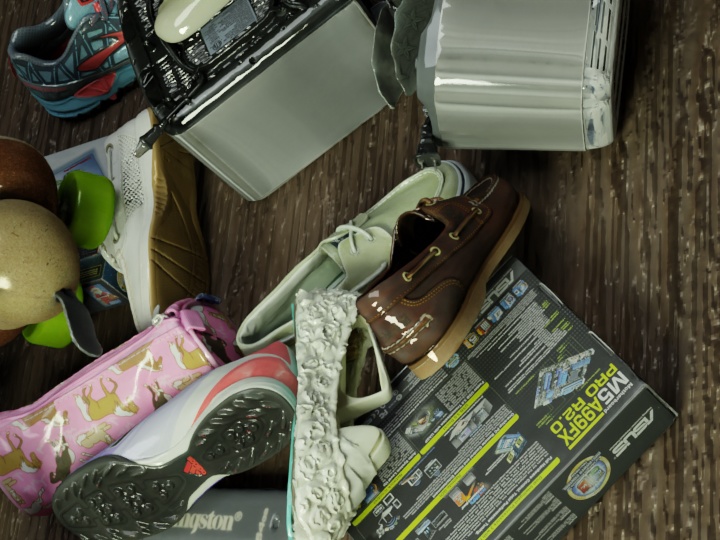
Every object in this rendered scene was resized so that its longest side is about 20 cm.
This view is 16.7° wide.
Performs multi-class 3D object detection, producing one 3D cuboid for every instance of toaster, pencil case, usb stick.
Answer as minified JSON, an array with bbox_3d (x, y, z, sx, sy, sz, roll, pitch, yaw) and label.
[{"bbox_3d":[-0.078,-0.169,1.792,0.199,0.119,0.181,-37,43,11],"label":"toaster"},{"bbox_3d":[0.109,-0.157,1.611,0.128,0.114,0.202,4,65,11],"label":"toaster"},{"bbox_3d":[-0.169,0.095,1.692,0.199,0.083,0.087,-32,82,19],"label":"pencil case"},{"bbox_3d":[-0.104,0.169,1.630,0.199,0.033,0.056,-1,59,39],"label":"usb stick"}]

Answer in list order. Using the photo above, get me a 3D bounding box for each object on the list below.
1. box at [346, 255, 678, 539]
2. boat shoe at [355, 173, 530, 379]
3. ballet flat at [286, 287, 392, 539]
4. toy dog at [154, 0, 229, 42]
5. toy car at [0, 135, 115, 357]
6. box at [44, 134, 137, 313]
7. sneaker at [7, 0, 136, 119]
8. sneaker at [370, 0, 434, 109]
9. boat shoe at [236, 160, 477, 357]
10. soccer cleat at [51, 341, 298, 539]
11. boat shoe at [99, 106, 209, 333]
[{"bbox_3d":[0.076,0.109,1.516,0.200,0.044,0.160,-47,43,2],"label":"box"},{"bbox_3d":[0.053,-0.013,1.550,0.070,0.070,0.200,-44,8,32],"label":"boat shoe"},{"bbox_3d":[-0.013,0.090,1.527,0.071,0.072,0.201,-22,48,26],"label":"ballet flat"},{"bbox_3d":[-0.147,-0.286,1.699,0.193,0.200,0.140,-30,45,18],"label":"toy dog"},{"bbox_3d":[-0.246,0.010,1.678,0.200,0.163,0.159,51,125,58],"label":"toy car"},{"bbox_3d":[-0.254,-0.020,1.887,0.199,0.038,0.138,-15,53,31],"label":"box"},{"bbox_3d":[-0.193,-0.197,1.925,0.199,0.095,0.080,-34,45,15],"label":"sneaker"},{"bbox_3d":[0.077,-0.203,1.730,0.199,0.105,0.060,-30,5,-31],"label":"sneaker"},{"bbox_3d":[0.000,0.000,1.645,0.200,0.062,0.072,-49,42,-2],"label":"boat shoe"},{"bbox_3d":[-0.119,0.115,1.618,0.199,0.068,0.073,-32,24,24],"label":"soccer cleat"},{"bbox_3d":[-0.158,-0.024,1.784,0.069,0.071,0.201,-23,50,24],"label":"boat shoe"}]
